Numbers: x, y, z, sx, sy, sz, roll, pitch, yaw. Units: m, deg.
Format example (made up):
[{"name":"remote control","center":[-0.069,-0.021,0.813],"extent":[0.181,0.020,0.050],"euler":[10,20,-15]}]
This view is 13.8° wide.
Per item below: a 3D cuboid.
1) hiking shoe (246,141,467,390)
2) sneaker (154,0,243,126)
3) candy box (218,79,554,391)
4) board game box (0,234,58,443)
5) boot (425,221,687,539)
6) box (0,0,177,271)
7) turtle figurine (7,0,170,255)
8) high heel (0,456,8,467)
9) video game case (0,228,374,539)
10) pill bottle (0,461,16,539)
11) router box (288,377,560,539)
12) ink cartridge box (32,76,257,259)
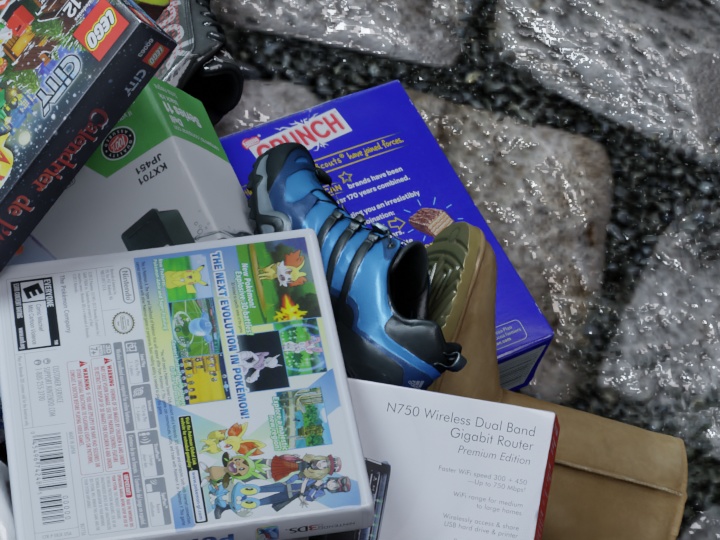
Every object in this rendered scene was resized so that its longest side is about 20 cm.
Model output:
[{"name":"hiking shoe","center":[0.000,0.000,1.693],"extent":[0.086,0.074,0.201],"euler":[-32,56,15]},{"name":"sneaker","center":[-0.113,-0.142,1.848],"extent":[0.097,0.071,0.201],"euler":[1,57,16]},{"name":"candy box","center":[-0.006,0.001,1.804],"extent":[0.168,0.077,0.201],"euler":[-20,68,-25]},{"name":"board game box","center":[-0.262,0.028,1.629],"extent":[0.199,0.041,0.199],"euler":[-25,52,-32]},{"name":"boot","center":[0.107,0.082,1.740],"extent":[0.199,0.066,0.176],"euler":[19,88,-27]},{"name":"box","center":[-0.206,-0.088,1.608],"extent":[0.200,0.038,0.137],"euler":[-51,55,8]},{"name":"turtle figurine","center":[-0.166,-0.100,1.666],"extent":[0.064,0.162,0.200],"euler":[25,23,-21]},{"name":"high heel","center":[-0.198,0.164,1.646],"extent":[0.199,0.071,0.143],"euler":[-17,92,12]},{"name":"video game case","center":[-0.097,0.065,1.557],"extent":[0.181,0.022,0.201],"euler":[-7,47,-6]},{"name":"pill bottle","center":[-0.255,0.189,1.556],"extent":[0.199,0.110,0.110],"euler":[-30,69,1]},{"name":"router box","center":[-0.006,0.150,1.583],"extent":[0.199,0.049,0.180],"euler":[8,80,9]},{"name":"ink cartridge box","center":[-0.126,0.012,1.716],"extent":[0.146,0.083,0.201],"euler":[-33,68,14]}]
